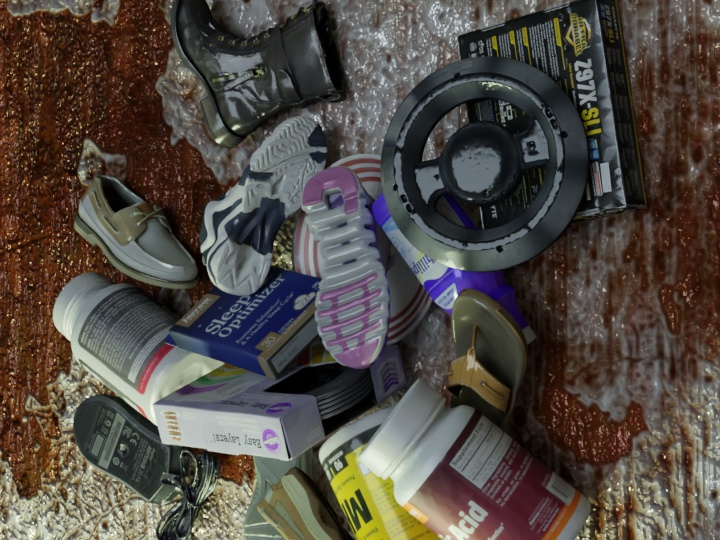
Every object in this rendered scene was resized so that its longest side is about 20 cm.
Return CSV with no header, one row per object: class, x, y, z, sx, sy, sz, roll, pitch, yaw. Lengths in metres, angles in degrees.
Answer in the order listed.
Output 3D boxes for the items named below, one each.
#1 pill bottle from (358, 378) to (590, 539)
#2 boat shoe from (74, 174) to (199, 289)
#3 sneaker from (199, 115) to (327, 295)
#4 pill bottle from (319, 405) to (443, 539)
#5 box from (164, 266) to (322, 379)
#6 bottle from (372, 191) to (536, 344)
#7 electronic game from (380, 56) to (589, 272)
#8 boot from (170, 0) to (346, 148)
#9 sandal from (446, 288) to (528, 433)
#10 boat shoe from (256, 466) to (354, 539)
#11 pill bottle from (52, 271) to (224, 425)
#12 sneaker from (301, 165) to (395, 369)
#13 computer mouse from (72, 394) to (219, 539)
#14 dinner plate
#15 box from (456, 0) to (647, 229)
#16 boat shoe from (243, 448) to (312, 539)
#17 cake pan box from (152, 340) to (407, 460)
pill bottle,0.103,0.199,1.602,0.200,0.114,0.114,38,116,3
boat shoe,-0.253,-0.044,1.954,0.200,0.075,0.069,31,115,35
sneaker,-0.114,-0.077,1.829,0.129,0.079,0.200,26,97,63
pill bottle,0.048,0.243,1.693,0.114,0.114,0.201,-39,67,32
box,-0.117,0.045,1.800,0.199,0.121,0.032,12,139,48
bottle,0.093,-0.003,1.662,0.200,0.065,0.084,55,151,5
electronic game,0.114,-0.098,1.596,0.199,0.042,0.201,-2,85,19
boot,-0.104,-0.241,1.846,0.174,0.069,0.201,-28,78,30
sandal,0.110,0.108,1.632,0.080,0.054,0.201,23,131,23
boat shoe,-0.040,0.292,1.728,0.076,0.072,0.200,-40,50,3
pill bottle,-0.253,0.083,1.932,0.200,0.110,0.111,33,111,33
sneaker,0.000,0.000,1.712,0.080,0.088,0.201,-14,74,22
computer mouse,-0.244,0.215,1.971,0.200,0.053,0.139,36,114,21
dinner plate,0.009,-0.019,1.777,0.199,0.024,0.202,0,90,38
box,0.178,-0.142,1.624,0.159,0.049,0.201,-12,83,36
boat shoe,-0.081,0.234,1.836,0.074,0.065,0.203,1,98,19
cake pan box,-0.078,0.126,1.735,0.199,0.184,0.053,2,114,44
